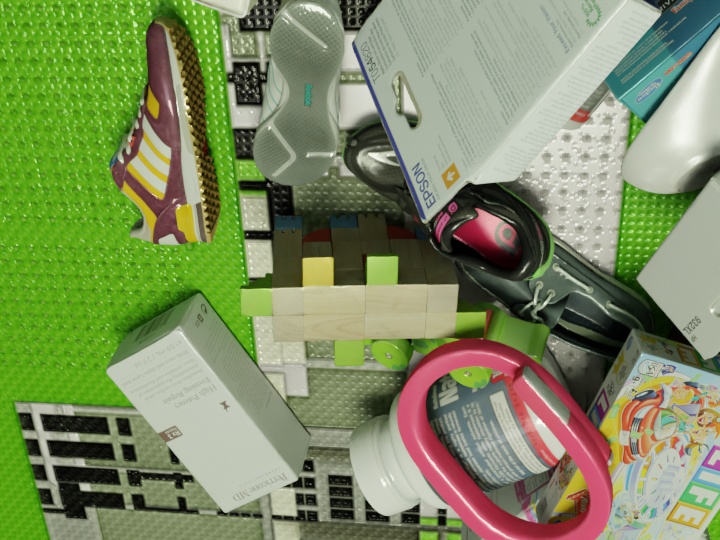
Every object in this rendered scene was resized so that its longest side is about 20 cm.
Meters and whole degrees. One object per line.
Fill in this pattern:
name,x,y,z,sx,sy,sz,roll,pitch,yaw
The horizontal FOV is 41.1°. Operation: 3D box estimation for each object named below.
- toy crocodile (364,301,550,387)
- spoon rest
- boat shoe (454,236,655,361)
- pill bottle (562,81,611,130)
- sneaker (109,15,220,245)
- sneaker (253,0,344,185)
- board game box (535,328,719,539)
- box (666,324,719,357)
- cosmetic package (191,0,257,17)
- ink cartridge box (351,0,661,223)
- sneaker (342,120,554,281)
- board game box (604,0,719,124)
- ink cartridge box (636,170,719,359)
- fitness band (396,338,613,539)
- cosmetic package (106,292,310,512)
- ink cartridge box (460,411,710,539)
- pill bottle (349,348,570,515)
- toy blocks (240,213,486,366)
toy crocodile,0.068,0.051,0.845,0.197,0.068,0.062,9,141,30
spoon rest,0.238,-0.113,0.624,0.098,0.062,0.201,-12,159,-19
boat shoe,0.170,0.022,0.842,0.197,0.062,0.073,26,122,-5
pill bottle,0.175,-0.212,0.682,0.113,0.114,0.201,32,119,-10
sneaker,-0.176,-0.111,0.815,0.088,0.075,0.203,-2,118,4
sneaker,-0.044,-0.152,0.780,0.069,0.081,0.202,10,139,-6
board game box,0.245,0.154,0.798,0.132,0.034,0.203,15,120,-8
box,0.312,0.072,0.828,0.073,0.101,0.203,14,119,0
cosmetic package,-0.077,-0.256,0.646,0.070,0.201,0.107,18,120,-2
ink cartridge box,0.085,-0.165,0.658,0.040,0.202,0.200,12,134,-37
sneaker,0.072,-0.059,0.788,0.198,0.084,0.078,31,110,8
board game box,0.272,-0.148,0.678,0.151,0.047,0.199,-40,144,23
ink cartridge box,0.311,-0.046,0.680,0.084,0.198,0.146,50,159,18
fitness band,0.118,0.146,0.781,0.143,0.037,0.201,-36,97,34
cosmetic package,-0.146,0.133,0.948,0.101,0.074,0.201,-27,110,22
ink cartridge box,0.217,0.247,0.948,0.144,0.085,0.200,41,118,-15
pill bottle,0.093,0.151,0.893,0.198,0.120,0.120,-27,112,21
toy blocks,0.000,0.000,0.821,0.196,0.137,0.102,-1,120,-3
